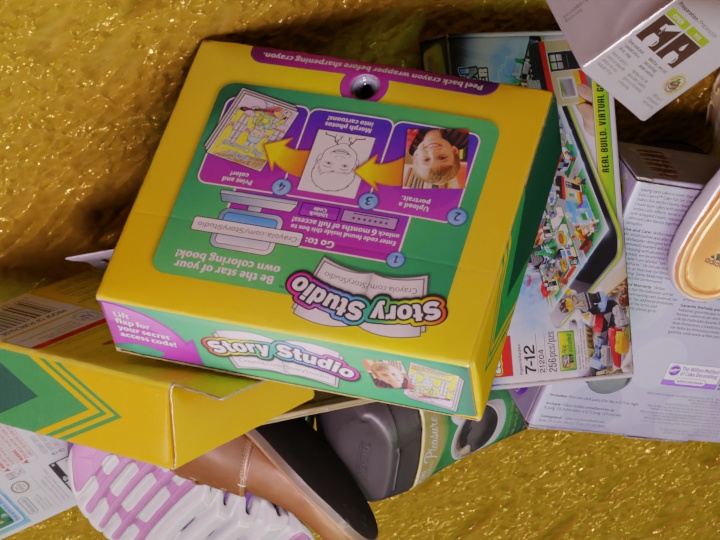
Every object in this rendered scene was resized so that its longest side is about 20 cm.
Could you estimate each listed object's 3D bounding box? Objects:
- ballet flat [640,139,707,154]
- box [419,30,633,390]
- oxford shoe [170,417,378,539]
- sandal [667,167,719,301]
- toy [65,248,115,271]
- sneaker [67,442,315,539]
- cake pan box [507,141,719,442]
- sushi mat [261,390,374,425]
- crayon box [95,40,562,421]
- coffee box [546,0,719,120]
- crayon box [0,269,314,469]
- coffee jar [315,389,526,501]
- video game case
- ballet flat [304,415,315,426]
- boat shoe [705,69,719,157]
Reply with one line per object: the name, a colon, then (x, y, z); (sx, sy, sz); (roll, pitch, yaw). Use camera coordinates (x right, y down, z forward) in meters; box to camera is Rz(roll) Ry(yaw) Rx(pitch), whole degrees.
ballet flat: (0.220, -0.029, 1.575); (0.067, 0.046, 0.200); (-34, 145, 15)
box: (0.095, -0.034, 1.374); (0.110, 0.201, 0.035); (-5, 180, -27)
oxford shoe: (-0.076, 0.111, 1.486); (0.071, 0.200, 0.071); (-51, 179, 17)
sandal: (0.253, -0.058, 1.381); (0.079, 0.059, 0.207); (18, 112, -30)
toy: (-0.062, -0.041, 1.375); (0.199, 0.047, 0.115); (-10, 174, 7)
sneaker: (-0.118, 0.137, 1.577); (0.080, 0.089, 0.200); (-41, 131, 17)
cake pan box: (0.210, 0.019, 1.484); (0.199, 0.052, 0.185); (6, 124, -24)
sushi mat: (-0.040, 0.066, 1.382); (0.200, 0.096, 0.012); (-10, 111, -22)
crayon box: (-0.013, -0.025, 1.255); (0.199, 0.173, 0.058); (10, 149, 16)
coffee box: (0.193, -0.189, 1.276); (0.200, 0.115, 0.080); (-35, 144, 19)
crayon box: (-0.116, 0.054, 1.322); (0.127, 0.200, 0.051); (-23, 118, -50)
coffee jar: (0.065, 0.069, 1.548); (0.200, 0.085, 0.104); (-23, 144, -26)
video game case: (-0.265, 0.123, 1.522); (0.182, 0.024, 0.200); (-24, 147, 2)
ballet flat: (-0.044, 0.047, 1.513); (0.066, 0.057, 0.200); (-11, 145, -5)
boat shoe: (0.244, -0.119, 1.446); (0.074, 0.067, 0.200); (-3, 146, -14)
